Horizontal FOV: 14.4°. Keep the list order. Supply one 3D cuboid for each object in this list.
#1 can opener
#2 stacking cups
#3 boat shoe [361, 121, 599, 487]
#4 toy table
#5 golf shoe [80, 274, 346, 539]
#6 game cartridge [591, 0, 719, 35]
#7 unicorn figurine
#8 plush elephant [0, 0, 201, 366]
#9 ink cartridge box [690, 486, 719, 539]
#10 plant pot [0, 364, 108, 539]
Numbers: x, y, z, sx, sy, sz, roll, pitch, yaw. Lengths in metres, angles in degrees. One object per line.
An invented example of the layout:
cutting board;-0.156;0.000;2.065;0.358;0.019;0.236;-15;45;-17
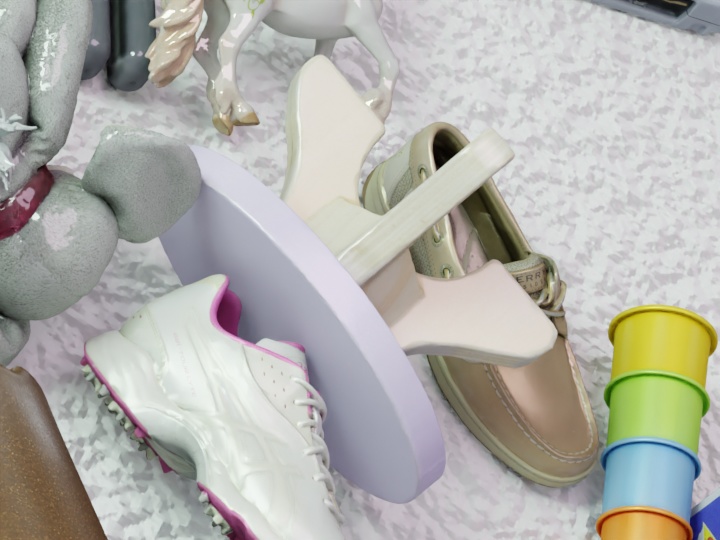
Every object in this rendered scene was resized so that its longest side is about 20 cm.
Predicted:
can opener;-0.126;-0.193;1.495;0.053;0.067;0.201;13;55;-27
stacking cups;0.145;0.115;1.483;0.060;0.060;0.201;25;55;-18
boat shoe;0.072;0.017;1.491;0.072;0.065;0.200;-17;74;-40
toy table;0.000;0.000;1.397;0.117;0.184;0.200;-39;100;-27
golf shoe;-0.043;0.083;1.326;0.091;0.075;0.200;-39;70;-9
game cartridge;0.139;-0.222;1.716;0.199;0.040;0.134;14;51;-26
unicorn figurine;-0.029;-0.137;1.510;0.200;0.074;0.138;10;78;-57
plush elephant;-0.170;-0.046;1.327;0.164;0.155;0.200;-32;39;-5
ink cartridge box;0.237;0.177;1.407;0.047;0.200;0.198;7;58;-30
plant pot;-0.173;0.154;1.166;0.200;0.200;0.199;0;53;-34
